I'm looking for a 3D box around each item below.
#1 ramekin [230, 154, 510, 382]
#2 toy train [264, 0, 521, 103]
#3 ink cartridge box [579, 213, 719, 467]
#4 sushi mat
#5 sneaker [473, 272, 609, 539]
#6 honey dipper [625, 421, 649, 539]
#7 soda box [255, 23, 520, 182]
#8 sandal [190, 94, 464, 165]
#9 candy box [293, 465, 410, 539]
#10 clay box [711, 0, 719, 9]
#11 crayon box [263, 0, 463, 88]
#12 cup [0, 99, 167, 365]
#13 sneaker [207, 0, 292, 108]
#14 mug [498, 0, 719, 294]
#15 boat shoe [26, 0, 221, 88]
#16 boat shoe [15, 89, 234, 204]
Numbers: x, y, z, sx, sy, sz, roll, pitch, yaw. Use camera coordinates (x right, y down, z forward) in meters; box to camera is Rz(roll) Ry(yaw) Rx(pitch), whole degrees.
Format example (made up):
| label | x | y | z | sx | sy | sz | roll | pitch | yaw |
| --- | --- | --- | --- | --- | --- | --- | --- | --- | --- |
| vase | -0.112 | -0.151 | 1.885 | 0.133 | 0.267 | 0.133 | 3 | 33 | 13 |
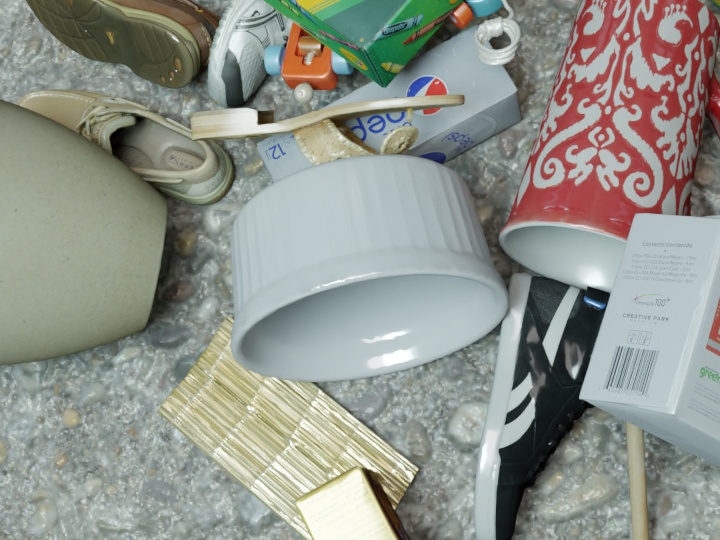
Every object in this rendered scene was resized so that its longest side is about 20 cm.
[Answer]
| label | x | y | z | sx | sy | sz | roll | pitch | yaw |
| --- | --- | --- | --- | --- | --- | --- | --- | --- | --- |
| ramekin | 0.000 | 0.000 | 0.909 | 0.198 | 0.201 | 0.099 | -13 | 67 | 6 |
| toy train | 0.031 | -0.189 | 0.973 | 0.198 | 0.056 | 0.152 | -1 | 68 | 18 |
| ink cartridge box | 0.264 | 0.040 | 0.853 | 0.084 | 0.199 | 0.177 | 4 | 71 | 55 |
| sushi mat | -0.057 | 0.131 | 0.977 | 0.199 | 0.012 | 0.096 | 37 | 83 | 15 |
| sneaker | 0.147 | 0.105 | 0.920 | 0.111 | 0.073 | 0.202 | 8 | 78 | 10 |
| honey dipper | 0.192 | 0.135 | 0.892 | 0.038 | 0.038 | 0.202 | -2 | 101 | 9 |
| soda box | 0.024 | -0.108 | 0.996 | 0.199 | 0.063 | 0.069 | -29 | 72 | 1 |
| sandal | -0.023 | -0.087 | 0.939 | 0.210 | 0.078 | 0.070 | -2 | 94 | 16 |
| candy box | 0.029 | 0.236 | 0.876 | 0.056 | 0.117 | 0.201 | -27 | 79 | 0 |
| clay box | 0.293 | -0.285 | 1.005 | 0.115 | 0.048 | 0.200 | -38 | 75 | -2 |
| crayon box | -0.017 | -0.239 | 0.946 | 0.200 | 0.058 | 0.119 | 39 | 84 | 28 |
| cup | -0.226 | -0.017 | 0.966 | 0.142 | 0.200 | 0.202 | 11 | 77 | -15 |
| sneaker | -0.049 | -0.212 | 1.029 | 0.087 | 0.076 | 0.201 | 30 | 87 | 7 |
| mug | 0.206 | -0.090 | 0.949 | 0.133 | 0.177 | 0.202 | -4 | 64 | 53 |
| boat shoe | -0.200 | -0.216 | 1.064 | 0.199 | 0.072 | 0.068 | 27 | 49 | 22 |
| boat shoe | -0.200 | -0.109 | 1.032 | 0.198 | 0.065 | 0.073 | 20 | 80 | 13 |
